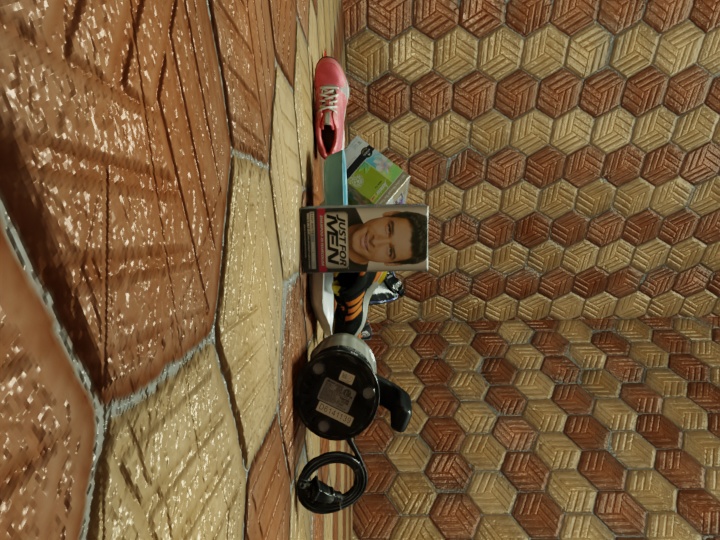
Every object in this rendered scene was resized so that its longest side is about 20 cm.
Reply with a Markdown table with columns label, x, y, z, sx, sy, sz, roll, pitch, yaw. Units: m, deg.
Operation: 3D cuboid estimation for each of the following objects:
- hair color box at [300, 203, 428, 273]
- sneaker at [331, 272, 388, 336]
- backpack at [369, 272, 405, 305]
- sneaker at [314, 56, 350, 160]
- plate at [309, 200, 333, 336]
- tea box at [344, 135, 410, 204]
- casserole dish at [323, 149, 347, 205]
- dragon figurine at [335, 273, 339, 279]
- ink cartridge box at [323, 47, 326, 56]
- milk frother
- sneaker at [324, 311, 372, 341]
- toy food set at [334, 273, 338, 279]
| label | x | y | z | sx | sy | sz | roll | pitch | yaw |
| --- | --- | --- | --- | --- | --- | --- | --- | --- | --- |
| hair color box | 0.007 | -0.052 | 0.822 | 0.061 | 0.195 | 0.102 | -86 | 175 | -80 |
| sneaker | -0.025 | 0.044 | 0.927 | 0.070 | 0.089 | 0.203 | 46 | -58 | 39 |
| backpack | 0.005 | 0.003 | 1.461 | 0.153 | 0.196 | 0.195 | -13 | -96 | 59 |
| sneaker | -0.057 | -0.316 | 1.036 | 0.087 | 0.072 | 0.205 | -85 | 174 | -71 |
| plate | -0.072 | 0.005 | 0.972 | 0.201 | 0.031 | 0.204 | 87 | 3 | -67 |
| tea box | 0.025 | -0.232 | 1.480 | 0.134 | 0.195 | 0.201 | -49 | 167 | -13 |
| casserole dish | -0.043 | -0.116 | 0.932 | 0.121 | 0.038 | 0.205 | 80 | 7 | -76 |
| dragon figurine | -0.024 | -0.021 | 1.033 | 0.201 | 0.057 | 0.102 | 104 | -16 | -63 |
| ink cartridge box | -0.067 | -0.430 | 1.331 | 0.162 | 0.049 | 0.205 | 86 | 6 | -79 |
| milk frother | -0.035 | 0.217 | 0.777 | 0.201 | 0.180 | 0.188 | -48 | 179 | 1 |
| sneaker | -0.027 | 0.154 | 1.205 | 0.202 | 0.109 | 0.079 | -90 | 178 | -56 |
| toy food set | -0.061 | -0.051 | 1.248 | 0.200 | 0.047 | 0.203 | 84 | 5 | -85 |
